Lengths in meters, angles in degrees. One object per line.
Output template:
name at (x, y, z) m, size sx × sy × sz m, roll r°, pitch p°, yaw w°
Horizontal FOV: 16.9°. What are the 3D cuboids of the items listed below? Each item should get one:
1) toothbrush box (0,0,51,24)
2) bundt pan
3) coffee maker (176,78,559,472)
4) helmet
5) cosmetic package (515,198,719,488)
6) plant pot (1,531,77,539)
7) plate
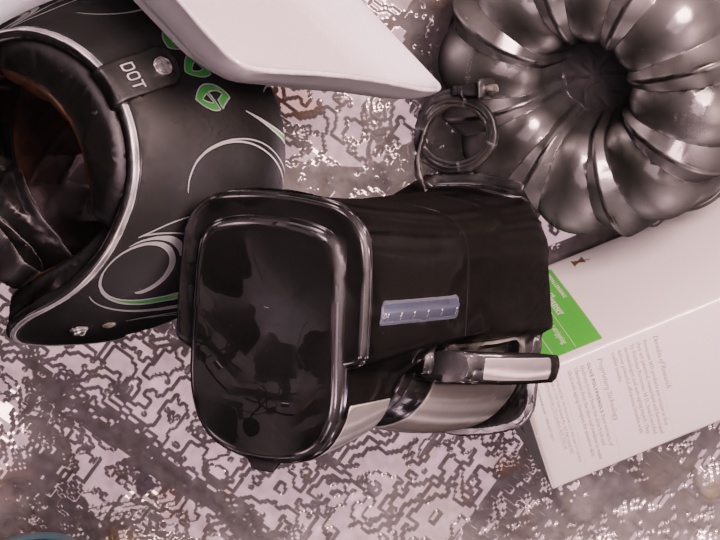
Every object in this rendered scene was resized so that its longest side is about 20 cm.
toothbrush box at (-0.242, -0.189, 1.339) m, size 0.200 × 0.085 × 0.147 m, roll -28°, pitch 99°, yaw -6°
bundt pan at (0.130, -0.108, 1.359) m, size 0.201 × 0.076 × 0.203 m, roll 9°, pitch 113°, yaw 22°
coffee maker at (0.000, 0.000, 1.271) m, size 0.134 × 0.200 × 0.193 m, roll -21°, pitch 79°, yaw 30°
helmet at (-0.136, -0.057, 1.309) m, size 0.199 × 0.191 × 0.201 m, roll 2°, pitch 95°, yaw 27°
cosmetic package at (0.176, 0.035, 1.406) m, size 0.199 × 0.108 × 0.085 m, roll -23°, pitch 120°, yaw -6°
plant pot at (-0.182, 0.283, 1.352) m, size 0.200 × 0.200 × 0.188 m, roll -35°, pitch 115°, yaw -4°
plate at (-0.074, -0.155, 1.285) m, size 0.200 × 0.199 × 0.032 m, roll 47°, pitch 113°, yaw 23°
